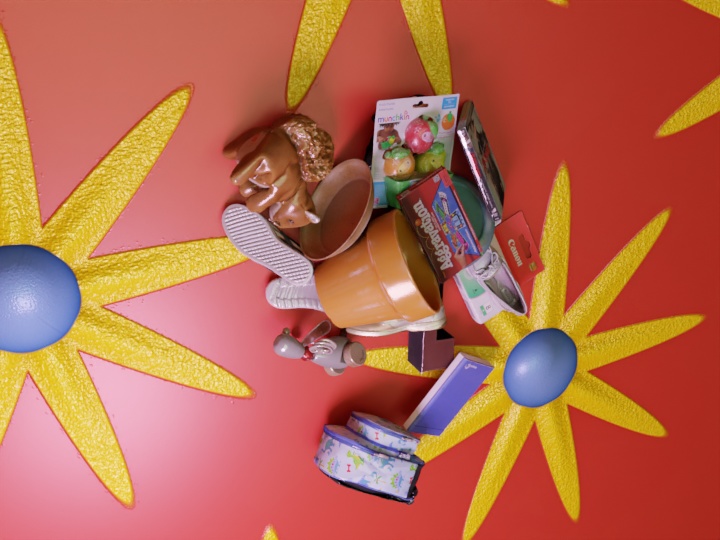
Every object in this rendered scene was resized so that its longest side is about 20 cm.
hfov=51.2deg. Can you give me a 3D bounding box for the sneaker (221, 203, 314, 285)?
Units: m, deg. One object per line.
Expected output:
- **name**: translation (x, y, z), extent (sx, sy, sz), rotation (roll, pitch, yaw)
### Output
- **sneaker**: translation (-0.171, -0.045, 1.395), extent (0.200, 0.079, 0.078), rotation (42, 94, -1)

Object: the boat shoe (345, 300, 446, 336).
- **boat shoe**: translation (0.068, 0.086, 1.477), extent (0.199, 0.074, 0.067), rotation (-7, 103, -3)

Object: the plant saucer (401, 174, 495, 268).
- **plant saucer**: translation (0.165, -0.097, 1.465), extent (0.199, 0.027, 0.201), rotation (0, 80, 0)

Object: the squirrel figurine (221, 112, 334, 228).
- **squirrel figurine**: translation (-0.121, -0.171, 1.337), extent (0.200, 0.142, 0.187), rotation (-39, 122, -2)

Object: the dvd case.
- **dvd case**: translation (0.237, -0.213, 1.457), extent (0.022, 0.146, 0.201), rotation (-17, 116, 23)

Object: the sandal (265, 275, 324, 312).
- **sandal**: translation (-0.086, 0.041, 1.466), extent (0.201, 0.050, 0.083), rotation (7, 88, -16)

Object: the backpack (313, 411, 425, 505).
- **backpack**: translation (0.014, 0.371, 1.538), extent (0.199, 0.183, 0.148), rotation (18, 84, -19)

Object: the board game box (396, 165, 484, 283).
- **board game box**: translation (0.150, -0.081, 1.382), extent (0.103, 0.019, 0.200), rotation (-34, 120, -7)

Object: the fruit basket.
- **fruit basket**: translation (0.102, -0.214, 1.366), extent (0.184, 0.094, 0.201), rotation (-12, 125, -31)

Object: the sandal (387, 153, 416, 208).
- **sandal**: translation (0.089, -0.196, 1.461), extent (0.200, 0.045, 0.075), rotation (-49, 123, -16)

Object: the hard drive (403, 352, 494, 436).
- **hard drive**: translation (0.191, 0.269, 1.610), extent (0.132, 0.025, 0.200), rotation (21, 109, -50)

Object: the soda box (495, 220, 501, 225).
- **soda box**: translation (0.180, -0.073, 1.517), extent (0.200, 0.064, 0.068), rotation (-38, 116, -6)

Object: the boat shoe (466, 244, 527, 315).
- **boat shoe**: translation (0.276, 0.014, 1.528), extent (0.074, 0.065, 0.202), rotation (-40, 120, -5)

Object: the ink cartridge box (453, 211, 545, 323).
- **ink cartridge box**: translation (0.297, -0.005, 1.593), extent (0.199, 0.050, 0.161), rotation (-31, 115, -6)

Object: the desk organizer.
- **desk organizer**: translation (0.149, 0.105, 1.560), extent (0.077, 0.072, 0.201), rotation (-6, 109, -21)

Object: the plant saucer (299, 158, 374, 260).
- **plant saucer**: translation (-0.035, -0.104, 1.353), extent (0.035, 0.200, 0.201), rotation (27, 96, -33)

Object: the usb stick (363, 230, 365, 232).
- **usb stick**: translation (0.000, 0.000, 1.491), extent (0.055, 0.033, 0.201), rotation (-16, 112, -6)

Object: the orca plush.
- **orca plush**: translation (0.048, -0.262, 1.423), extent (0.200, 0.071, 0.105), rotation (-53, 161, 12)

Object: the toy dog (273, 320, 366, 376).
- **toy dog**: translation (-0.075, 0.137, 1.469), extent (0.131, 0.097, 0.200), rotation (-14, 152, 24)

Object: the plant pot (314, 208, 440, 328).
- **plant pot**: translation (0.023, 0.016, 1.369), extent (0.182, 0.201, 0.201), rotation (-22, 116, 16)
